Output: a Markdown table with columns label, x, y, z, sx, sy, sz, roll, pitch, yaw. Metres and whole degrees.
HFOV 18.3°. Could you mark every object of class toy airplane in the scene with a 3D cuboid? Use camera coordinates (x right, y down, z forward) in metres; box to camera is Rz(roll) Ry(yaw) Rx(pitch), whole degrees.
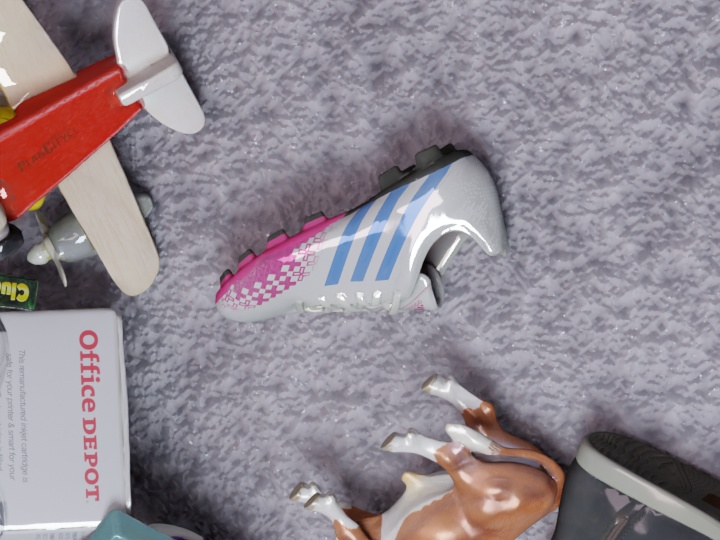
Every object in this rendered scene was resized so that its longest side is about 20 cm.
| label | x | y | z | sx | sy | sz | roll | pitch | yaw |
| --- | --- | --- | --- | --- | --- | --- | --- | --- | --- |
| toy airplane | -0.201 | -0.094 | 1.404 | 0.141 | 0.198 | 0.201 | 15 | 94 | 57 |

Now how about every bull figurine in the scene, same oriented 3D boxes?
| label | x | y | z | sx | sy | sz | roll | pitch | yaw |
| --- | --- | --- | --- | --- | --- | --- | --- | --- | --- |
| bull figurine | 0.030 | 0.159 | 1.358 | 0.200 | 0.065 | 0.121 | -42 | 103 | 17 |

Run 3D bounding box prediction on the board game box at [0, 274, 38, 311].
| label | x | y | z | sx | sy | sz | roll | pitch | yaw |
| --- | --- | --- | --- | --- | --- | --- | --- | --- | --- |
| board game box | -0.304 | 0.007 | 1.401 | 0.199 | 0.105 | 0.024 | 1 | 81 | 46 |

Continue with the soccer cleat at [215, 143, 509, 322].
| label | x | y | z | sx | sy | sz | roll | pitch | yaw |
| --- | --- | --- | --- | --- | --- | --- | --- | --- | --- |
| soccer cleat | 0.000 | 0.000 | 1.359 | 0.200 | 0.070 | 0.087 | -30 | 83 | 24 |

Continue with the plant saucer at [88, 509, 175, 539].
| label | x | y | z | sx | sy | sz | roll | pitch | yaw |
| --- | --- | --- | --- | --- | --- | --- | --- | --- | --- |
| plant saucer | -0.089 | 0.219 | 1.389 | 0.200 | 0.019 | 0.070 | 30 | 112 | -21 |

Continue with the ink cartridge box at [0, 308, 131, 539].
| label | x | y | z | sx | sy | sz | roll | pitch | yaw |
| --- | --- | --- | --- | --- | --- | --- | --- | --- | --- |
| ink cartridge box | -0.247 | 0.106 | 1.406 | 0.199 | 0.083 | 0.146 | -1 | 68 | -9 |

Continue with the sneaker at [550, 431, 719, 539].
| label | x | y | z | sx | sy | sz | roll | pitch | yaw |
| --- | --- | --- | --- | --- | --- | --- | --- | --- | --- |
| sneaker | 0.198 | 0.184 | 1.292 | 0.200 | 0.075 | 0.107 | 30 | 112 | 29 |

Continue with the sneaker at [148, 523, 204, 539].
| label | x | y | z | sx | sy | sz | roll | pitch | yaw |
| --- | --- | --- | --- | --- | --- | --- | --- | --- | --- |
| sneaker | -0.126 | 0.267 | 1.446 | 0.083 | 0.081 | 0.201 | 11 | 100 | 18 |
